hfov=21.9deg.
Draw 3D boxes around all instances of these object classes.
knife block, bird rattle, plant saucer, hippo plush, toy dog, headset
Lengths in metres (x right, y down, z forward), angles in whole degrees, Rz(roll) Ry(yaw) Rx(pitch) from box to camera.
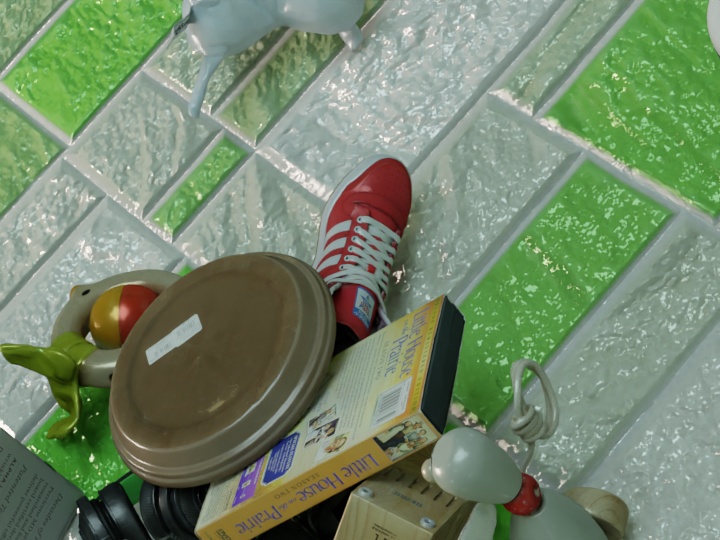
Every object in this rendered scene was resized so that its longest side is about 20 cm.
[{"bbox_3d":[0.012,0.222,1.275,0.064,0.200,0.176,25,112,15],"label":"knife block"},{"bbox_3d":[-0.188,0.052,1.511,0.199,0.113,0.164,-16,38,16],"label":"bird rattle"},{"bbox_3d":[-0.108,0.065,1.364,0.199,0.029,0.201,-21,45,23],"label":"plant saucer"},{"bbox_3d":[-0.078,-0.261,1.606,0.160,0.160,0.201,-7,38,12],"label":"hippo plush"},{"bbox_3d":[0.099,0.167,1.235,0.096,0.201,0.132,-16,27,37],"label":"toy dog"},{"bbox_3d":[-0.151,0.194,1.381,0.123,0.094,0.200,-23,13,17],"label":"headset"}]

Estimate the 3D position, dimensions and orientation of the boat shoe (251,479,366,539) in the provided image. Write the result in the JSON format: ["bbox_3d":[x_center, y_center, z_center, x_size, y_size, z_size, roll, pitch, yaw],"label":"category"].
[{"bbox_3d":[-0.029,0.169,1.360,0.066,0.075,0.200,13,57,47],"label":"boat shoe"}]

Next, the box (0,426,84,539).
[{"bbox_3d":[-0.366,0.210,1.480,0.198,0.131,0.201,15,68,35],"label":"box"}]

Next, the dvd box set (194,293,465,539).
[{"bbox_3d":[-0.019,0.107,1.303,0.199,0.029,0.147,-31,22,25],"label":"dvd box set"}]

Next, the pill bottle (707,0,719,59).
[{"bbox_3d":[0.310,-0.154,1.298,0.112,0.200,0.113,-14,55,21],"label":"pill bottle"}]

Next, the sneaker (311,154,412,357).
[{"bbox_3d":[0.000,0.000,1.426,0.201,0.071,0.112,-63,20,-10],"label":"sneaker"}]
